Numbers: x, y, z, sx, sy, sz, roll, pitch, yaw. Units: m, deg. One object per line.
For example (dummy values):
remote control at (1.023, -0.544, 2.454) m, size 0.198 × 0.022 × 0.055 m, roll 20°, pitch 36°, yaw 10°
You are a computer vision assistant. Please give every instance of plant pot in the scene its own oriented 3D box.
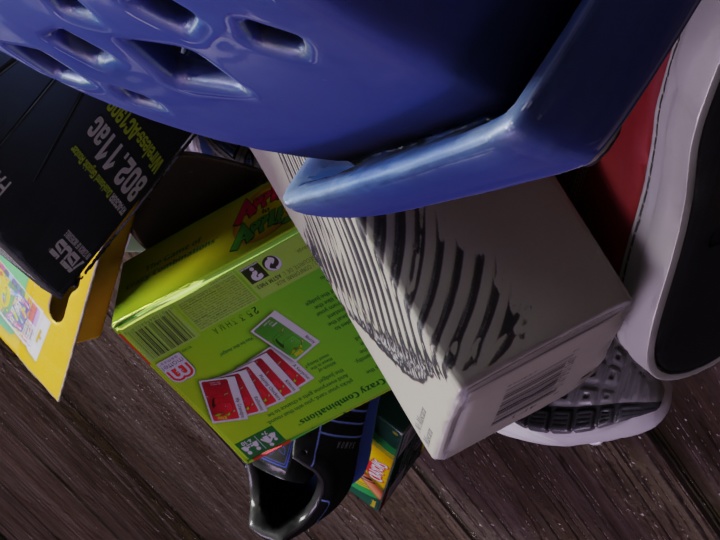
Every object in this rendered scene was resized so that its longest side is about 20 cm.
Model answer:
plant pot at (0.004, -0.127, 0.645) m, size 0.179 × 0.201 × 0.200 m, roll 36°, pitch 164°, yaw -15°

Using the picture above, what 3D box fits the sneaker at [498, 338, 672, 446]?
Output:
sneaker at (0.101, 0.054, 1.155) m, size 0.087 × 0.075 × 0.200 m, roll 26°, pitch 172°, yaw -24°

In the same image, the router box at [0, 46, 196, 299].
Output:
router box at (-0.113, -0.088, 0.868) m, size 0.062 × 0.150 × 0.200 m, roll 36°, pitch 173°, yaw 17°

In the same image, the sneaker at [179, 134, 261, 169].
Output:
sneaker at (-0.045, -0.068, 1.093) m, size 0.077 × 0.076 × 0.200 m, roll 26°, pitch 164°, yaw 30°

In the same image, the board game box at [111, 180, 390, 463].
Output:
board game box at (0.000, 0.000, 1.016) m, size 0.199 × 0.048 × 0.102 m, roll -28°, pitch 123°, yaw 24°

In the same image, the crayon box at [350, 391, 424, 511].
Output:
crayon box at (-0.035, 0.056, 1.425) m, size 0.172 × 0.058 × 0.200 m, roll 36°, pitch 162°, yaw 8°

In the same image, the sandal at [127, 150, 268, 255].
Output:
sandal at (-0.016, -0.009, 1.103) m, size 0.211 × 0.078 × 0.070 m, roll 21°, pitch -176°, yaw -17°

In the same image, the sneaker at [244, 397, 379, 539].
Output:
sneaker at (-0.027, 0.063, 1.272) m, size 0.070 × 0.078 × 0.201 m, roll 19°, pitch 128°, yaw 22°

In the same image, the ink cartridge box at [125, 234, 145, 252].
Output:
ink cartridge box at (-0.152, -0.075, 1.211) m, size 0.145 × 0.048 × 0.200 m, roll -1°, pitch -148°, yaw -37°

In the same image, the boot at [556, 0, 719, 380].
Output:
boot at (0.088, -0.083, 0.743) m, size 0.144 × 0.072 × 0.201 m, roll 51°, pitch 142°, yaw 36°

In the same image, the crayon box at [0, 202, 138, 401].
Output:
crayon box at (-0.162, -0.052, 1.058) m, size 0.200 × 0.051 × 0.126 m, roll 43°, pitch 129°, yaw 31°

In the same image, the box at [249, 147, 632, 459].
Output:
box at (0.007, -0.044, 0.770) m, size 0.201 × 0.068 × 0.082 m, roll 58°, pitch 165°, yaw 17°
